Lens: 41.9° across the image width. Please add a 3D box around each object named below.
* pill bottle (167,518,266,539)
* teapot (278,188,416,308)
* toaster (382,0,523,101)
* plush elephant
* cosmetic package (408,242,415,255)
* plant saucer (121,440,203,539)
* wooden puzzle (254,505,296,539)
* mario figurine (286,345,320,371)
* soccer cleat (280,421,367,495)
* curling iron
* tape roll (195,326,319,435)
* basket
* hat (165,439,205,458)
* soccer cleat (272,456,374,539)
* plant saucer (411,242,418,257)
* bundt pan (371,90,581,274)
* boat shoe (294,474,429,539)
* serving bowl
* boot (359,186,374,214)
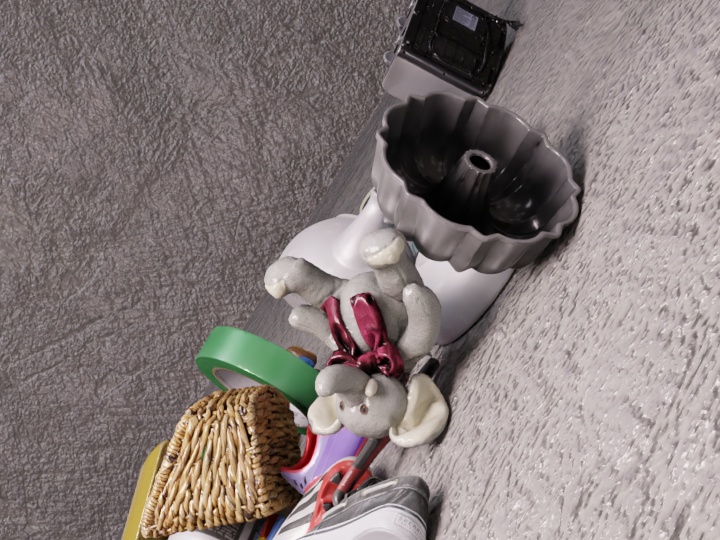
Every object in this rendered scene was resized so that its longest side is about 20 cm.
[{"bbox_3d":[-0.176,0.331,1.193,0.116,0.115,0.201,-47,14,48],"label":"pill bottle"},{"bbox_3d":[0.000,0.000,1.160,0.199,0.197,0.147,7,60,52],"label":"teapot"},{"bbox_3d":[0.149,-0.367,1.594,0.119,0.198,0.182,-46,23,60],"label":"toaster"},{"bbox_3d":[0.004,0.083,0.877,0.163,0.200,0.156,-10,53,34],"label":"plush elephant"},{"bbox_3d":[0.071,-0.086,1.397,0.201,0.071,0.101,-59,11,-11],"label":"cosmetic package"},{"bbox_3d":[-0.247,0.344,1.230,0.200,0.048,0.202,49,-134,-55],"label":"plant saucer"},{"bbox_3d":[-0.109,0.339,1.036,0.186,0.046,0.200,-61,10,-17],"label":"wooden puzzle"},{"bbox_3d":[-0.134,0.206,1.390,0.106,0.123,0.201,-30,23,44],"label":"mario figurine"},{"bbox_3d":[-0.015,0.157,1.037,0.201,0.076,0.067,-63,13,-17],"label":"soccer cleat"},{"bbox_3d":[0.031,0.162,0.910,0.201,0.049,0.026,-58,-1,-38],"label":"curling iron"},{"bbox_3d":[-0.117,0.147,1.221,0.048,0.199,0.200,-61,10,-22],"label":"tape roll"},{"bbox_3d":[-0.157,0.209,1.054,0.200,0.147,0.144,37,-139,-77],"label":"basket"},{"bbox_3d":[-0.183,0.265,1.378,0.176,0.201,0.165,-38,-28,13],"label":"hat"},{"bbox_3d":[-0.051,0.269,0.928,0.201,0.068,0.085,-56,-2,2],"label":"soccer cleat"},{"bbox_3d":[0.122,-0.102,1.135,0.200,0.027,0.200,-49,-8,-9],"label":"plant saucer"},{"bbox_3d":[0.100,-0.074,0.880,0.203,0.200,0.076,-68,0,-47],"label":"bundt pan"},{"bbox_3d":[-0.004,0.233,0.807,0.199,0.072,0.071,-35,14,42],"label":"boat shoe"},{"bbox_3d":[0.109,-0.022,1.014,0.201,0.065,0.200,-56,9,13],"label":"serving bowl"},{"bbox_3d":[0.097,-0.130,1.313,0.199,0.073,0.144,-33,5,33],"label":"boot"}]
